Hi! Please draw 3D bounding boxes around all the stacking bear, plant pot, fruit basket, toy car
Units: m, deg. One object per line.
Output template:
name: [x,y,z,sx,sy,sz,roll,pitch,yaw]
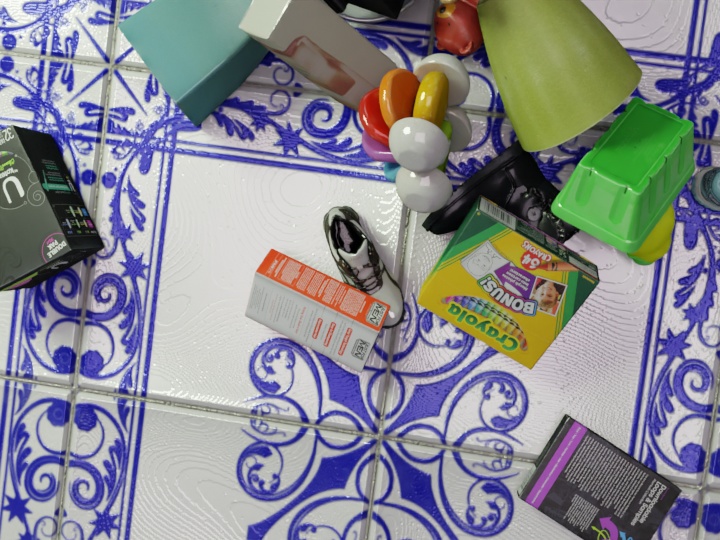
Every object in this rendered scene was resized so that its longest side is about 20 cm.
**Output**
stacking bear: [0.172,-0.405,1.143,0.121,0.113,0.202,30,93,44]
plant pot: [-0.218,-0.340,1.170,0.199,0.141,0.142,-38,89,-3]
fruit basket: [0.378,-0.104,1.129,0.154,0.215,0.218,32,94,24]
toy car: [0.069,-0.193,1.119,0.147,0.201,0.177,11,58,17]
plant pot: [0.246,-0.299,1.079,0.186,0.187,0.201,-37,106,5]

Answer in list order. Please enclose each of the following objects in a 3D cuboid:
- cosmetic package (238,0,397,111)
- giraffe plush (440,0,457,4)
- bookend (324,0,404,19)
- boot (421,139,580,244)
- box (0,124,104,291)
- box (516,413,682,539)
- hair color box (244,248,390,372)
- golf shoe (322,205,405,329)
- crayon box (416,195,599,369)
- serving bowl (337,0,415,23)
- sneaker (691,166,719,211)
cosmetic package: [-0.057,-0.313,1.119,0.199,0.103,0.088,30,95,-39]
giraffe plush: [0.072,-0.419,0.961,0.197,0.173,0.164,6,119,-27]
bookend: [0.066,-0.429,1.071,0.196,0.092,0.203,25,94,20]
boot: [0.211,-0.069,1.170,0.199,0.076,0.169,-37,86,0]
box: [-0.509,-0.090,1.203,0.147,0.124,0.203,-25,91,6]
box: [0.354,0.329,1.194,0.198,0.036,0.144,33,95,4]
hair color box: [-0.065,0.060,1.182,0.197,0.062,0.102,26,134,3]
golf shoe: [0.000,0.000,1.182,0.077,0.094,0.202,-31,91,4]
crayon box: [0.207,0.020,1.141,0.198,0.058,0.174,30,119,-3]
serving bowl: [0.012,-0.460,1.178,0.196,0.066,0.205,0,92,5]
sneaker: [0.578,-0.099,1.135,0.196,0.086,0.079,11,94,4]
